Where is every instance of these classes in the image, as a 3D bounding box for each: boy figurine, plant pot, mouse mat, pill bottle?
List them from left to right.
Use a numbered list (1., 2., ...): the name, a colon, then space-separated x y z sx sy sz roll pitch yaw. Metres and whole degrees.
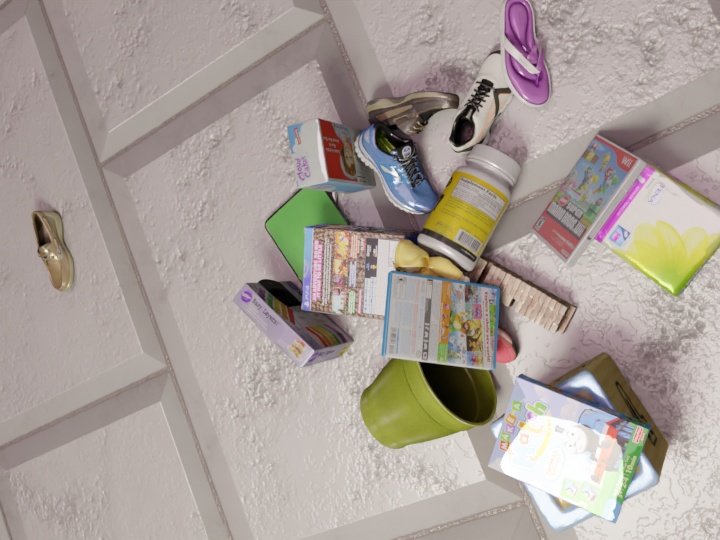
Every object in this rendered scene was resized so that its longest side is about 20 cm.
1. mouse mat: -0.091 -0.064 1.545 0.161 0.008 0.200 -39 77 21
2. plant pot: 0.107 0.226 1.389 0.193 0.200 0.201 -39 76 34
3. boy figurine: 0.130 0.019 1.356 0.124 0.200 0.065 -9 50 37
4. pill bottle: 0.193 -0.110 1.345 0.114 0.114 0.200 28 86 22

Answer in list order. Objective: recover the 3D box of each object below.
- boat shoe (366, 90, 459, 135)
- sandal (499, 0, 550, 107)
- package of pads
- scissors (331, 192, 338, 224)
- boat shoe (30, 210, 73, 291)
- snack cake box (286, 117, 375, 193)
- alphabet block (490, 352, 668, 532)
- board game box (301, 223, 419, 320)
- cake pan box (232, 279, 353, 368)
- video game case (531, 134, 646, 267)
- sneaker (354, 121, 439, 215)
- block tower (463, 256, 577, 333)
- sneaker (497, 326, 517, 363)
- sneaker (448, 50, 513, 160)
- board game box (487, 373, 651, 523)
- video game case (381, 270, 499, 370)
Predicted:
1. boat shoe: 0.098 -0.286 1.418 0.200 0.074 0.074 2 98 44
2. sandal: 0.282 -0.381 1.328 0.082 0.050 0.203 -12 85 -12
3. package of pads: 0.481 -0.077 1.254 0.200 0.068 0.155 40 109 18
4. scissors: -0.057 -0.069 1.538 0.073 0.014 0.201 -16 87 27
5. boat shoe: -0.738 -0.046 1.834 0.072 0.065 0.201 -15 85 25
6. snack cake box: -0.050 -0.207 1.427 0.067 0.200 0.115 -9 88 26
7. alphabet block: 0.360 0.272 1.252 0.195 0.200 0.197 -34 78 22
8. board game box: 0.000 0.000 1.452 0.199 0.097 0.160 6 100 20
9. cake pan box: -0.129 0.097 1.486 0.200 0.184 0.052 42 104 19
10. video game case: 0.373 -0.118 1.279 0.017 0.143 0.200 25 107 -23
11. sneaker: 0.073 -0.187 1.409 0.200 0.079 0.089 48 150 1
12. block tower: 0.278 0.040 1.361 0.200 0.058 0.054 30 104 20
13. sneaker: 0.186 0.128 1.352 0.074 0.200 0.087 -35 31 53
14. sneaker: 0.216 -0.293 1.366 0.074 0.080 0.201 24 100 25
15. board game box: 0.307 0.261 1.147 0.199 0.037 0.152 20 100 24
16. video game case: 0.137 0.085 1.291 0.199 0.018 0.144 9 76 -15
